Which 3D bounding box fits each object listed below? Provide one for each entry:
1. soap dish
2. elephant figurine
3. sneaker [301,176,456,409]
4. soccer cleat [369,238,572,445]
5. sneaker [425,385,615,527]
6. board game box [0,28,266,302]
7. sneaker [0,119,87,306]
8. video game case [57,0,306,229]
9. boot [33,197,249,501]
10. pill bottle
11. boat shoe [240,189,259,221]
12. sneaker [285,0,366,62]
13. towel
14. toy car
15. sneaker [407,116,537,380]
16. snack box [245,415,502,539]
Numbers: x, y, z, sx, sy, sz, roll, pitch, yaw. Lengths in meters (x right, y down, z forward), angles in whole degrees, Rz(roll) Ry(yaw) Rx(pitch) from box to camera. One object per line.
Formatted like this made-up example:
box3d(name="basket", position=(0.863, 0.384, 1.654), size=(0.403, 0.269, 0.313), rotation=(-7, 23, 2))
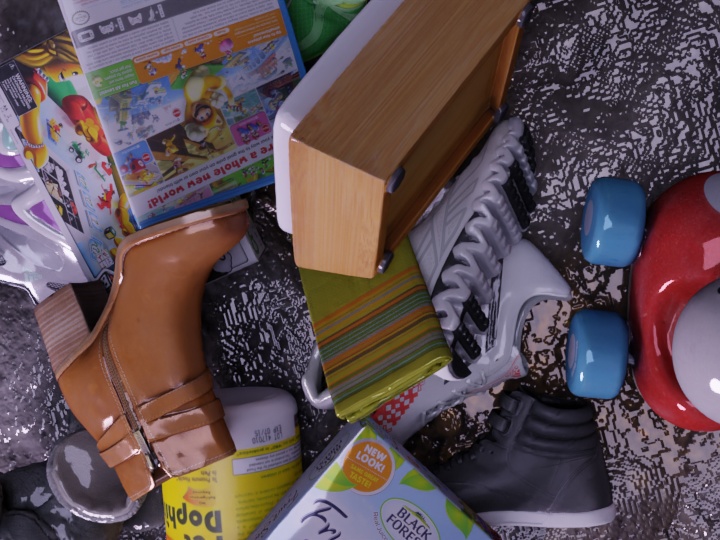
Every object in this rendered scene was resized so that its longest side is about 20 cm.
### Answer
box3d(name="soap dish", position=(0.029, -0.101, 0.721), size=(0.081, 0.158, 0.201), rotation=(32, 67, 13))
box3d(name="elephant figurine", position=(-0.201, 0.153, 0.871), size=(0.199, 0.142, 0.156), rotation=(-37, 113, -3))
box3d(name="sneaker", position=(0.021, 0.021, 0.837), size=(0.070, 0.080, 0.202), rotation=(30, 98, 9))
box3d(name="soccer cleat", position=(0.076, 0.068, 0.834), size=(0.085, 0.069, 0.201), rotation=(36, 95, 18))
box3d(name="sneaker", position=(0.088, 0.137, 0.840), size=(0.196, 0.071, 0.101), rotation=(-3, 92, 5))
box3d(name="board game box", position=(-0.166, -0.075, 0.802), size=(0.124, 0.035, 0.202), rotation=(-23, 104, 12))
box3d(name="sneaker", position=(-0.287, -0.049, 0.892), size=(0.140, 0.078, 0.201), rotation=(-42, 85, 10))
box3d(name="video game case", position=(-0.113, -0.146, 0.750), size=(0.141, 0.018, 0.203), rotation=(-19, 106, -8))
box3d(name="boot", position=(-0.124, 0.055, 0.760), size=(0.198, 0.077, 0.157), rotation=(-31, 84, 20))
box3d(name="pill bottle", position=(-0.093, 0.196, 0.855), size=(0.107, 0.109, 0.204), rotation=(-4, 93, 11))
box3d(name="boat shoe", position=(-0.113, -0.047, 0.855), size=(0.064, 0.073, 0.203), rotation=(27, 102, 24))
box3d(name="sneaker", position=(-0.011, -0.209, 0.751), size=(0.199, 0.083, 0.074), rotation=(-37, 92, 36))
box3d(name="towel", position=(0.000, 0.000, 0.772), size=(0.085, 0.018, 0.202), rotation=(-29, 51, 16))
box3d(name="toy car", position=(0.242, 0.027, 0.718), size=(0.181, 0.200, 0.181), rotation=(7, 95, 0))
box3d(name="sneaker", position=(0.066, -0.025, 0.787), size=(0.080, 0.075, 0.202), rotation=(11, 63, 30))
box3d(name="snack box", position=(-0.013, 0.220, 0.781), size=(0.142, 0.053, 0.200), rotation=(42, 92, -9))
